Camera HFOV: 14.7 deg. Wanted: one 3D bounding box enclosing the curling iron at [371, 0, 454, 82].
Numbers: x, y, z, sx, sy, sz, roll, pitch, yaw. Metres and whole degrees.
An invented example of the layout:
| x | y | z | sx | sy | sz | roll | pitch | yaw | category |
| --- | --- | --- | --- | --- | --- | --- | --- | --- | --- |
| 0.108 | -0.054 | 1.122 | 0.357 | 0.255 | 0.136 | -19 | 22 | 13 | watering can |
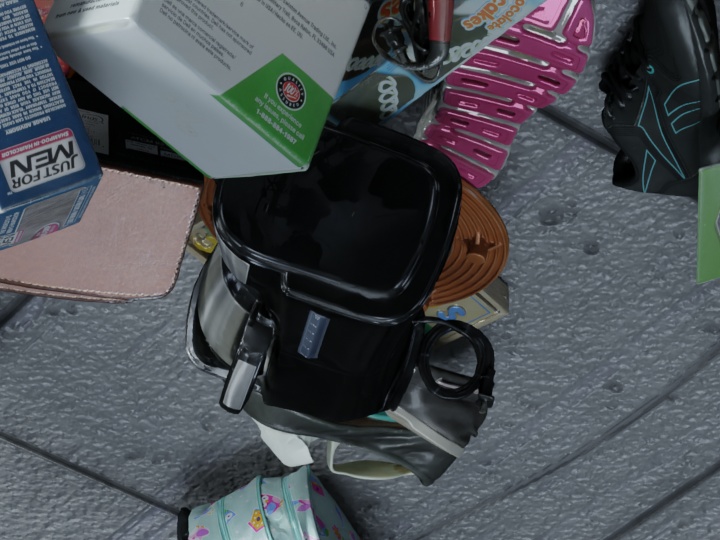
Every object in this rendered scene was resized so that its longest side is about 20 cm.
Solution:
| x | y | z | sx | sy | sz | roll | pitch | yaw | category |
| --- | --- | --- | --- | --- | --- | --- | --- | --- | --- |
| 0.036 | -0.203 | 1.513 | 0.050 | 0.200 | 0.026 | 9 | -172 | 35 | curling iron |

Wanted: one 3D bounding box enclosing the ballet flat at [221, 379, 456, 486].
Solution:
| x | y | z | sx | sy | sz | roll | pitch | yaw | category |
| --- | --- | --- | --- | --- | --- | --- | --- | --- | --- |
| -0.021 | 0.108 | 1.933 | 0.200 | 0.068 | 0.068 | 19 | 110 | -19 | ballet flat |

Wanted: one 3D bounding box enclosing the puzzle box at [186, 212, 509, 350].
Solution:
| x | y | z | sx | sy | sz | roll | pitch | yaw | category |
| --- | --- | --- | --- | --- | --- | --- | --- | --- | --- |
| -0.011 | -0.005 | 1.843 | 0.133 | 0.025 | 0.200 | -28 | 132 | 28 | puzzle box |

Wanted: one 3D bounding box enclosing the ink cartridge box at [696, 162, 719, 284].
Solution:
| x | y | z | sx | sy | sz | roll | pitch | yaw | category |
| --- | --- | --- | --- | --- | --- | --- | --- | --- | --- |
| 0.288 | -0.069 | 1.695 | 0.200 | 0.059 | 0.104 | -15 | 139 | -9 | ink cartridge box |

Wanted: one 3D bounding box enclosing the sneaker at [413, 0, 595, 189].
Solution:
| x | y | z | sx | sy | sz | roll | pitch | yaw | category |
| --- | --- | --- | --- | --- | --- | --- | --- | --- | --- |
| 0.083 | -0.131 | 1.641 | 0.074 | 0.088 | 0.200 | 16 | 147 | -10 | sneaker |

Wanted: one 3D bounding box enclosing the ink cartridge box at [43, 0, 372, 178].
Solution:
| x | y | z | sx | sy | sz | roll | pitch | yaw | category |
| --- | --- | --- | --- | --- | --- | --- | --- | --- | --- |
| -0.067 | -0.172 | 1.508 | 0.083 | 0.200 | 0.147 | -5 | 146 | 45 | ink cartridge box |

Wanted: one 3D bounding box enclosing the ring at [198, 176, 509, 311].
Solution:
| x | y | z | sx | sy | sz | roll | pitch | yaw | category |
| --- | --- | --- | --- | --- | --- | --- | --- | --- | --- |
| -0.007 | -0.024 | 1.749 | 0.200 | 0.019 | 0.200 | 11 | 151 | 6 | ring |

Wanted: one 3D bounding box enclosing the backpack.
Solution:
| x | y | z | sx | sy | sz | roll | pitch | yaw | category |
| --- | --- | --- | --- | --- | --- | --- | --- | --- | --- |
| -0.053 | 0.235 | 2.043 | 0.126 | 0.167 | 0.200 | -28 | 132 | 3 | backpack |

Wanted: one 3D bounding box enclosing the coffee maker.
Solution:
| x | y | z | sx | sy | sz | roll | pitch | yaw | category |
| --- | --- | --- | --- | --- | --- | --- | --- | --- | --- |
| 0.000 | 0.000 | 1.640 | 0.192 | 0.135 | 0.200 | -2 | 161 | -10 | coffee maker |

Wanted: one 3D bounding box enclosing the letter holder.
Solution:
| x | y | z | sx | sy | sz | roll | pitch | yaw | category |
| --- | --- | --- | --- | --- | --- | --- | --- | --- | --- |
| -0.204 | -0.031 | 1.579 | 0.200 | 0.101 | 0.142 | 12 | 117 | -13 | letter holder |

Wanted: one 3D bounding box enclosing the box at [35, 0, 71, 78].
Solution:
| x | y | z | sx | sy | sz | roll | pitch | yaw | category |
| --- | --- | --- | --- | --- | --- | --- | --- | --- | --- |
| -0.250 | -0.182 | 1.586 | 0.200 | 0.095 | 0.103 | 16 | 138 | -17 | box |

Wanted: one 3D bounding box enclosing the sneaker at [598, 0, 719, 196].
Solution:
| x | y | z | sx | sy | sz | roll | pitch | yaw | category |
| --- | --- | --- | --- | --- | --- | --- | --- | --- | --- |
| 0.181 | -0.109 | 1.680 | 0.079 | 0.075 | 0.200 | -4 | 139 | 9 | sneaker |

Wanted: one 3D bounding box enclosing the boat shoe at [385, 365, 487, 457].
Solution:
| x | y | z | sx | sy | sz | roll | pitch | yaw | category |
| --- | --- | --- | --- | --- | --- | --- | --- | --- | --- |
| 0.006 | 0.056 | 1.860 | 0.200 | 0.067 | 0.057 | 33 | 86 | -31 | boat shoe |

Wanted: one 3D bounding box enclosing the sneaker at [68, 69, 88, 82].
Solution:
| x | y | z | sx | sy | sz | roll | pitch | yaw | category |
| --- | --- | --- | --- | --- | --- | --- | --- | --- | --- |
| -0.153 | -0.099 | 1.699 | 0.077 | 0.078 | 0.200 | 36 | 129 | -27 | sneaker |

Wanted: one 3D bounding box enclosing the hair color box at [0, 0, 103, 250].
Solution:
| x | y | z | sx | sy | sz | roll | pitch | yaw | category |
| --- | --- | --- | --- | --- | --- | --- | --- | --- | --- |
| -0.202 | -0.118 | 1.457 | 0.060 | 0.200 | 0.100 | -20 | 173 | -16 | hair color box |

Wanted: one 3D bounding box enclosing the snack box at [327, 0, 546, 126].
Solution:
| x | y | z | sx | sy | sz | roll | pitch | yaw | category |
| --- | --- | --- | --- | --- | --- | --- | --- | --- | --- |
| 0.054 | -0.172 | 1.576 | 0.037 | 0.116 | 0.200 | 30 | 131 | -31 | snack box |
